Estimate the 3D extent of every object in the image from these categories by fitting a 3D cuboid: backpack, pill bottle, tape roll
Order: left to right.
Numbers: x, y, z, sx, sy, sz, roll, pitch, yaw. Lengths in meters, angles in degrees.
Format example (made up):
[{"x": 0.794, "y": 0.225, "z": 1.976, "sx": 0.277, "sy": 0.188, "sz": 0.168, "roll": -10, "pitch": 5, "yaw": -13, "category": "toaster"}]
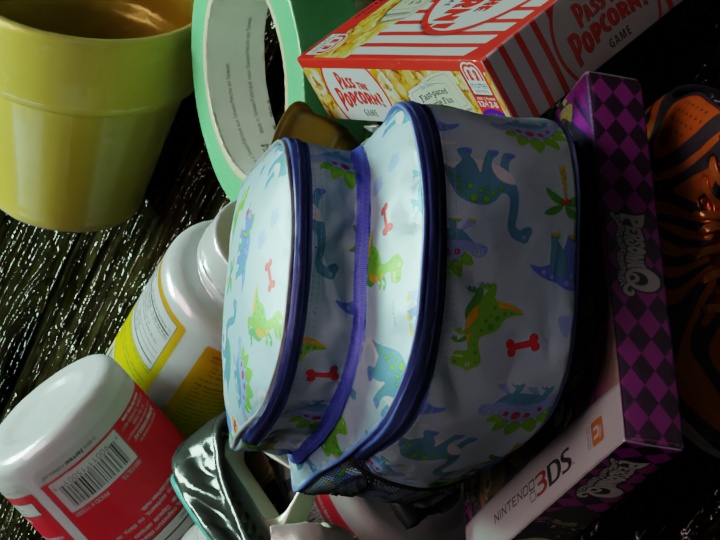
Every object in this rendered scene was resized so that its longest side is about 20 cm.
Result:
[{"x": -0.147, "y": 0.162, "z": 1.157, "sx": 0.112, "sy": 0.200, "sz": 0.112, "roll": -34, "pitch": 20, "yaw": 14, "category": "pill bottle"}, {"x": -0.101, "y": 0.041, "z": 1.187, "sx": 0.200, "sy": 0.109, "sz": 0.109, "roll": -53, "pitch": 42, "yaw": 44, "category": "pill bottle"}, {"x": -0.059, "y": -0.135, "z": 1.191, "sx": 0.200, "sy": 0.048, "sz": 0.201, "roll": 30, "pitch": 124, "yaw": 58, "category": "tape roll"}, {"x": -0.026, "y": 0.148, "z": 1.019, "sx": 0.200, "sy": 0.111, "sz": 0.111, "roll": -38, "pitch": 53, "yaw": 43, "category": "pill bottle"}, {"x": 0.015, "y": 0.014, "z": 0.834, "sx": 0.200, "sy": 0.147, "sz": 0.183, "roll": 141, "pitch": 134, "yaw": -62, "category": "backpack"}]

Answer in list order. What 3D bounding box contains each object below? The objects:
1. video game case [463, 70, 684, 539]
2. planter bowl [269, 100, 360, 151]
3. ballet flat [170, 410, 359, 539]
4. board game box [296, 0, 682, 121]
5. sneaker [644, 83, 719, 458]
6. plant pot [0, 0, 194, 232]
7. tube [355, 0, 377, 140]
[{"x": 0.096, "y": 0.032, "z": 0.872, "sx": 0.181, "sy": 0.036, "sz": 0.200, "roll": 126, "pitch": 149, "yaw": -55, "category": "video game case"}, {"x": 0.000, "y": 0.000, "z": 1.040, "sx": 0.083, "sy": 0.200, "sz": 0.201, "roll": 2, "pitch": 81, "yaw": 11, "category": "planter bowl"}, {"x": -0.043, "y": 0.142, "z": 0.900, "sx": 0.068, "sy": 0.068, "sz": 0.200, "roll": -52, "pitch": 47, "yaw": 16, "category": "ballet flat"}, {"x": 0.076, "y": -0.139, "z": 0.960, "sx": 0.151, "sy": 0.046, "sz": 0.200, "roll": -39, "pitch": 23, "yaw": -20, "category": "board game box"}, {"x": 0.174, "y": -0.012, "z": 0.853, "sx": 0.112, "sy": 0.077, "sz": 0.200, "roll": -49, "pitch": 45, "yaw": 38, "category": "sneaker"}, {"x": -0.225, "y": -0.143, "z": 1.372, "sx": 0.201, "sy": 0.200, "sz": 0.189, "roll": 55, "pitch": 141, "yaw": 46, "category": "plant pot"}, {"x": -0.013, "y": -0.173, "z": 1.192, "sx": 0.052, "sy": 0.058, "sz": 0.200, "roll": -8, "pitch": 77, "yaw": 14, "category": "tube"}]
